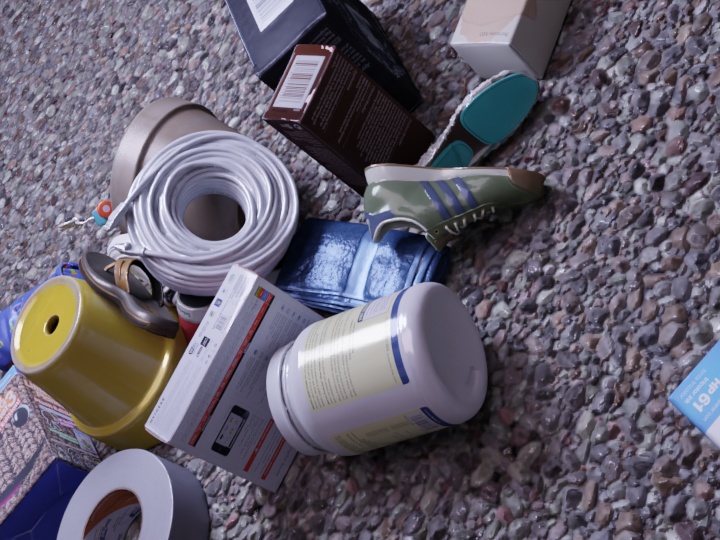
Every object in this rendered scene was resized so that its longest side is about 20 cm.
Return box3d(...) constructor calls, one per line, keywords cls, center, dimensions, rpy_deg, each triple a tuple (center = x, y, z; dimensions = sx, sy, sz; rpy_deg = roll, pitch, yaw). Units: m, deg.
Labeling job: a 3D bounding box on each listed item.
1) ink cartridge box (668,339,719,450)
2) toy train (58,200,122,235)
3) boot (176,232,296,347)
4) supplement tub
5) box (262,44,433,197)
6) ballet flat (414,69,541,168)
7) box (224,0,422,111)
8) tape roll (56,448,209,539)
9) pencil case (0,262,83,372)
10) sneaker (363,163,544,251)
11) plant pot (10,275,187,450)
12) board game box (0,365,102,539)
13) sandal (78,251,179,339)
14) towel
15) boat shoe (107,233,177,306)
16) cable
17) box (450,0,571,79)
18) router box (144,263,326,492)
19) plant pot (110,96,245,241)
box3d(cls="ink cartridge box", center=(0.352, 0.152, 0.914), dimensions=(0.085, 0.144, 0.200), rpy_deg=(-49, 44, 6))
box3d(cls="toy train", center=(-0.310, -0.080, 1.632), dimensions=(0.149, 0.056, 0.200), rpy_deg=(-24, 7, 34))
box3d(cls="boot", center=(-0.135, 0.049, 1.455), dimensions=(0.199, 0.145, 0.072), rpy_deg=(-32, 49, -31))
box3d(cls="supplement tub", center=(0.016, 0.108, 1.233), dimensions=(0.198, 0.145, 0.146), rpy_deg=(-21, 53, 31))
box3d(cls="box", center=(-0.011, -0.166, 1.379), dimensions=(0.075, 0.199, 0.101), rpy_deg=(13, 73, 46))
box3d(cls="ballet flat", center=(0.118, -0.155, 1.360), dimensions=(0.200, 0.072, 0.072), rpy_deg=(-47, 44, 9))
box3d(cls="box", center=(-0.050, -0.281, 1.479), dimensions=(0.117, 0.199, 0.198), rpy_deg=(-39, 46, 17))
box3d(cls="tape roll", center=(-0.273, 0.318, 1.416), dimensions=(0.199, 0.066, 0.202), rpy_deg=(-21, 53, 30))
box3d(cls="pencil case", center=(-0.466, 0.065, 1.723), dimensions=(0.199, 0.078, 0.087), rpy_deg=(-35, 70, 18))
box3d(cls="sneaker", center=(0.098, -0.064, 1.297), dimensions=(0.198, 0.067, 0.091), rpy_deg=(3, 80, 13))
box3d(cls="plant pot", center=(-0.325, 0.103, 1.501), dimensions=(0.199, 0.188, 0.203), rpy_deg=(-20, 54, 30))
box3d(cls="board game box", center=(-0.444, 0.257, 1.578), dimensions=(0.160, 0.097, 0.200), rpy_deg=(-50, 44, 6))
box3d(cls="sandal", center=(-0.271, 0.018, 1.428), dimensions=(0.200, 0.081, 0.055), rpy_deg=(36, 103, 50))
box3d(cls="towel", center=(0.000, 0.000, 1.357), dimensions=(0.198, 0.049, 0.113), rpy_deg=(11, 71, 33))
box3d(cls="boat shoe", center=(-0.231, 0.010, 1.504), dimensions=(0.198, 0.071, 0.070), rpy_deg=(15, 59, 5))
box3d(cls="cable", center=(-0.171, -0.064, 1.381), dimensions=(0.198, 0.069, 0.201), rpy_deg=(24, 65, 8))
box3d(cls="box", center=(0.190, -0.328, 1.387), dimensions=(0.094, 0.078, 0.202), rpy_deg=(8, 71, 42))
box3d(cls="router box", center=(-0.117, 0.123, 1.315), dimensions=(0.049, 0.179, 0.201), rpy_deg=(21, 79, 45))
box3d(cls="plant pot", center=(-0.191, -0.108, 1.530), dimensions=(0.172, 0.200, 0.202), rpy_deg=(15, 75, 28))
